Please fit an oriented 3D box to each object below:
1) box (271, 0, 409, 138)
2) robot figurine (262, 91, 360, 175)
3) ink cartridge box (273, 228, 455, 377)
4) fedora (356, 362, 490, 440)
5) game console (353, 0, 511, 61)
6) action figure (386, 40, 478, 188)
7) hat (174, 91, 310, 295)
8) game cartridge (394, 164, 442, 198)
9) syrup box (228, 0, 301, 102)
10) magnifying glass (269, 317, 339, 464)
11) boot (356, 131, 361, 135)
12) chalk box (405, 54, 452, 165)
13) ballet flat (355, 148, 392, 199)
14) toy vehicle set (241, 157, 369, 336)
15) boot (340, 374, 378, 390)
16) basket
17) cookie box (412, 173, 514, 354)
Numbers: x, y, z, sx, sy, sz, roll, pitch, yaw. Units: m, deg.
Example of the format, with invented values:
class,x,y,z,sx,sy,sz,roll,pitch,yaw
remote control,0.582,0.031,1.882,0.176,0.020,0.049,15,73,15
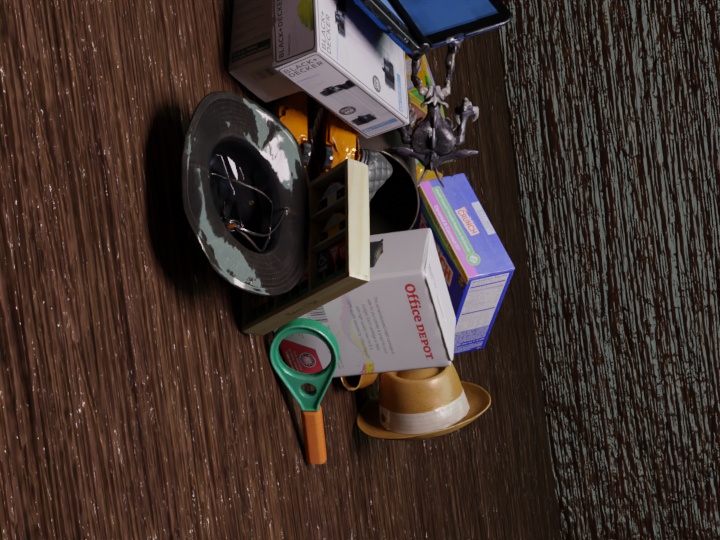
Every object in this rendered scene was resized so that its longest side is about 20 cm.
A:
class,x,y,z,sx,sy,sz,roll,pitch,yaw
box,-0.021,-0.243,1.362,0.199,0.060,0.118,30,52,-53
robot figurine,-0.058,-0.183,1.450,0.058,0.143,0.202,133,-37,-61
ink cartridge box,0.001,0.042,1.401,0.083,0.197,0.147,-77,155,-50
fedora,0.080,0.162,1.652,0.201,0.198,0.083,-51,131,-68
game console,0.054,-0.342,1.389,0.170,0.118,0.201,37,17,-38
action figure,0.096,-0.208,1.566,0.102,0.117,0.203,-28,121,-82
hat,-0.130,-0.067,1.180,0.200,0.080,0.203,23,59,-46
game cartridge,0.064,-0.058,1.804,0.202,0.032,0.176,-67,167,8
syrup box,-0.096,-0.306,1.401,0.081,0.078,0.202,35,49,-51
magnifying glass,-0.060,0.142,1.400,0.022,0.078,0.202,-79,167,-55
boot,-0.017,-0.245,1.577,0.070,0.200,0.146,19,80,-31
chalk box,0.065,-0.229,1.855,0.201,0.123,0.125,64,14,-46
ballet flat,-0.015,-0.052,1.475,0.056,0.066,0.202,24,89,-29
toy vehicle set,-0.060,-0.020,1.255,0.026,0.199,0.126,14,63,-34
boot,0.004,0.057,1.633,0.144,0.070,0.204,8,82,-80
basket,0.015,-0.166,1.676,0.181,0.134,0.202,79,10,-46
cookie box,0.129,-0.005,1.694,0.201,0.074,0.172,102,-31,-53
